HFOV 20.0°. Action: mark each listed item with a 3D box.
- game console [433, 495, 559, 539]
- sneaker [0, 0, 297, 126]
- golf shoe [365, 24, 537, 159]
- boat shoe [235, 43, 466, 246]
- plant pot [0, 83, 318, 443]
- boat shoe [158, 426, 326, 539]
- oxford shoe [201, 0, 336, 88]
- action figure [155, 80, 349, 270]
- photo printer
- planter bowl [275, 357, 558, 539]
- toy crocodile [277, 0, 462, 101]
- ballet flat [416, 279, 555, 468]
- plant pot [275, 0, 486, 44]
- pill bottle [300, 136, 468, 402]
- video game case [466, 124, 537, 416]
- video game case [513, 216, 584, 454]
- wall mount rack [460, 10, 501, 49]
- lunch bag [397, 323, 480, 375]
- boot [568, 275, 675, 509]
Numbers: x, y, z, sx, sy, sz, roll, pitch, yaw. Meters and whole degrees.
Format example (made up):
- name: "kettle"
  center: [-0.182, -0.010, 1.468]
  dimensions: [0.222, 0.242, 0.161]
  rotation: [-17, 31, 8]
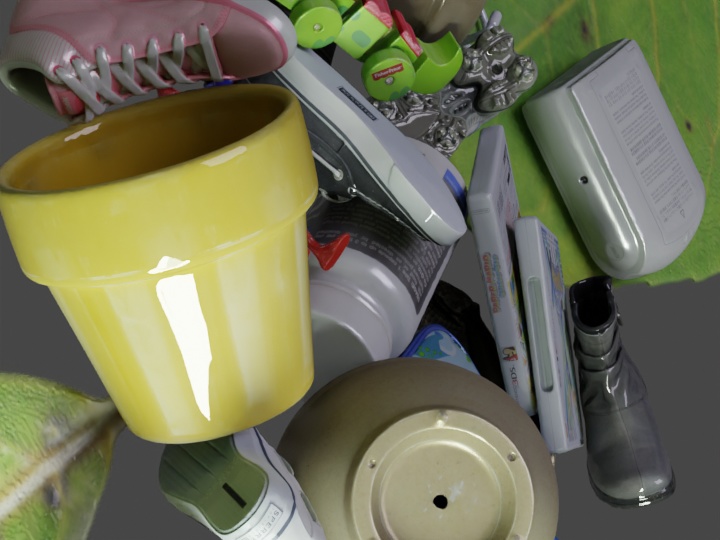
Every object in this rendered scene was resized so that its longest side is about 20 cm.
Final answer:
- name: "game console"
  center: [0.065, 0.266, 1.461]
  dimensions: [0.171, 0.118, 0.200]
  rotation: [37, 79, 1]
- name: "sneaker"
  center: [-0.147, -0.136, 1.344]
  dimensions: [0.075, 0.200, 0.105]
  rotation: [77, 28, -52]
- name: "golf shoe"
  center: [0.053, -0.118, 1.655]
  dimensions: [0.200, 0.097, 0.078]
  rotation: [-30, 84, -24]
- name: "boat shoe"
  center: [-0.010, -0.081, 1.457]
  dimensions: [0.200, 0.068, 0.072]
  rotation: [45, 19, 7]
- name: "plant pot"
  center: [-0.114, -0.001, 1.317]
  dimensions: [0.201, 0.200, 0.189]
  rotation: [-41, 122, -51]
- name: "boat shoe"
  center: [-0.076, 0.146, 1.308]
  dimensions: [0.067, 0.074, 0.200]
  rotation: [43, 1, -22]
- name: "oxford shoe"
  center: [-0.099, -0.170, 1.499]
  dimensions: [0.200, 0.073, 0.085]
  rotation: [27, 65, -36]
- name: "action figure"
  center: [-0.080, -0.096, 1.420]
  dimensions: [0.200, 0.099, 0.065]
  rotation: [46, 39, 21]
- name: "photo printer"
  center: [0.242, -0.098, 1.880]
  dimensions: [0.166, 0.069, 0.200]
  rotation: [-39, 105, -51]
- name: "planter bowl"
  center: [0.043, 0.152, 1.344]
  dimensions: [0.200, 0.135, 0.201]
  rotation: [1, 83, -8]
- name: "toy crocodile"
  center: [-0.006, -0.185, 1.485]
  dimensions: [0.200, 0.062, 0.068]
  rotation: [32, 24, -35]
- name: "ballet flat"
  center: [0.107, 0.092, 1.647]
  dimensions: [0.200, 0.046, 0.067]
  rotation: [60, 39, -12]
- name: "plant pot"
  center: [-0.016, -0.263, 1.565]
  dimensions: [0.173, 0.200, 0.200]
  rotation: [4, 70, -33]
- name: "pill bottle"
  center: [0.000, 0.000, 1.504]
  dimensions: [0.114, 0.114, 0.200]
  rotation: [51, 41, -22]
- name: "video game case"
  center: [0.116, -0.004, 1.623]
  dimensions: [0.200, 0.023, 0.182]
  rotation: [-72, 151, -70]
- name: "video game case"
  center: [0.154, 0.055, 1.644]
  dimensions: [0.200, 0.022, 0.183]
  rotation: [21, 62, -80]
- name: "wall mount rack"
  center: [0.082, -0.293, 1.770]
  dimensions: [0.200, 0.074, 0.174]
  rotation: [46, 43, -28]
- name: "lunch bag"
  center: [0.055, 0.157, 1.529]
  dimensions: [0.200, 0.082, 0.161]
  rotation: [58, 42, -13]
- name: "boot"
  center: [0.205, 0.097, 1.683]
  dimensions: [0.200, 0.070, 0.132]
  rotation: [-105, 180, -61]
